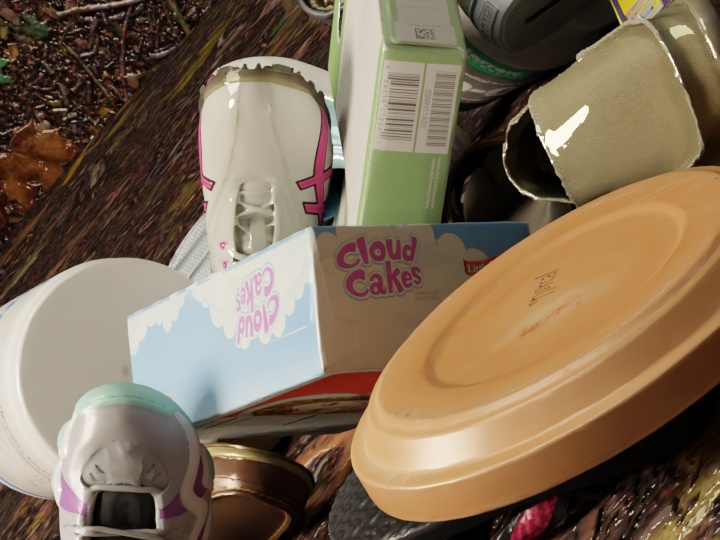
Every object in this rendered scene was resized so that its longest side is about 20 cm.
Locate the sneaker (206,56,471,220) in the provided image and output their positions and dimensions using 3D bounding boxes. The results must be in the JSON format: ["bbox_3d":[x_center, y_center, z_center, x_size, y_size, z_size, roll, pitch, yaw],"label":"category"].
[{"bbox_3d":[-0.032,-0.076,1.536,0.200,0.074,0.082,14,62,39],"label":"sneaker"}]

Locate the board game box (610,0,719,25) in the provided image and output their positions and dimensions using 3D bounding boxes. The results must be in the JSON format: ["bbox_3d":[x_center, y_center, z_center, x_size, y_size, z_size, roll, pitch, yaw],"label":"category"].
[{"bbox_3d":[0.193,-0.172,1.186,0.165,0.057,0.200,-50,11,15],"label":"board game box"}]

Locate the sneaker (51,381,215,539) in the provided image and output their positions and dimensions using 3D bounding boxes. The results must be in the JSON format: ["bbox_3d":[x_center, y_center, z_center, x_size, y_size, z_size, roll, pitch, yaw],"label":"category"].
[{"bbox_3d":[-0.105,0.163,1.132,0.140,0.078,0.200,-91,0,-60],"label":"sneaker"}]

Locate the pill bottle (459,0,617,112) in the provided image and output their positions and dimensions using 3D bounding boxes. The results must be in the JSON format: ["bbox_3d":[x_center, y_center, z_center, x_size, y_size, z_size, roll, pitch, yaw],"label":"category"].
[{"bbox_3d":[0.083,-0.165,1.453,0.113,0.113,0.200,-55,11,-18],"label":"pill bottle"}]

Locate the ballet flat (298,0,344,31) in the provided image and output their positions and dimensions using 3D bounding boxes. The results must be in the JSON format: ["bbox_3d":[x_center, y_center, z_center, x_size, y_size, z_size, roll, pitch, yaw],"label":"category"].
[{"bbox_3d":[0.025,-0.194,1.366,0.200,0.073,0.073,-42,14,48],"label":"ballet flat"}]

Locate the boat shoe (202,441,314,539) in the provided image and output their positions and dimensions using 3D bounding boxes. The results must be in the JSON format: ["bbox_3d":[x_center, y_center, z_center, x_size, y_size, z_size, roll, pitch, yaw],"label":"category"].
[{"bbox_3d":[-0.088,0.143,1.282,0.200,0.072,0.068,-33,38,52],"label":"boat shoe"}]

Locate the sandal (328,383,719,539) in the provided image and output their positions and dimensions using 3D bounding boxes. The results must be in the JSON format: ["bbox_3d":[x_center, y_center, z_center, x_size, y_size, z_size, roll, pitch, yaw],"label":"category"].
[{"bbox_3d":[0.064,0.079,0.954,0.200,0.045,0.075,-22,33,39],"label":"sandal"}]

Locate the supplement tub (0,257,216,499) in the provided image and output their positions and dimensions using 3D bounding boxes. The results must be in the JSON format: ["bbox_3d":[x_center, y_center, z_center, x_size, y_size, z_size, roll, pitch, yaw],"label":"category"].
[{"bbox_3d":[-0.157,0.066,1.442,0.132,0.132,0.200,-55,11,-18],"label":"supplement tub"}]

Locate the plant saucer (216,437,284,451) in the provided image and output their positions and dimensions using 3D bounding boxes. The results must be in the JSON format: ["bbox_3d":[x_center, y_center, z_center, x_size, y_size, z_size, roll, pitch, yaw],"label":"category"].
[{"bbox_3d":[-0.054,0.063,1.473,0.200,0.035,0.200,-48,11,13],"label":"plant saucer"}]

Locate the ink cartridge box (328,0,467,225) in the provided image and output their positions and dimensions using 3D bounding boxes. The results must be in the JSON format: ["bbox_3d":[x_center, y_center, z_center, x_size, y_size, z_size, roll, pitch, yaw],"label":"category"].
[{"bbox_3d":[0.016,-0.108,1.292,0.200,0.048,0.146,-94,9,-52],"label":"ink cartridge box"}]

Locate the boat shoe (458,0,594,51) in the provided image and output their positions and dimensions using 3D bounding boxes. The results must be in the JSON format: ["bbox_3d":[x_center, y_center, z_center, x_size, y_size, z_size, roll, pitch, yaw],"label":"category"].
[{"bbox_3d":[0.131,-0.192,1.325,0.200,0.062,0.072,-33,-29,-19],"label":"boat shoe"}]

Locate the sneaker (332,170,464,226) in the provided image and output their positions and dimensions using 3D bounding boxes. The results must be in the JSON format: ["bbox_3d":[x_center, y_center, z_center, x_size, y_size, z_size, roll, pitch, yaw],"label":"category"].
[{"bbox_3d":[0.000,0.000,1.358,0.086,0.078,0.200,-49,11,28],"label":"sneaker"}]

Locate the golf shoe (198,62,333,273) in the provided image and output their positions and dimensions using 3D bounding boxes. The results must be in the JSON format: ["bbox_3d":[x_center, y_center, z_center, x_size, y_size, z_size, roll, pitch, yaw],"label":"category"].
[{"bbox_3d":[-0.050,-0.034,1.362,0.200,0.073,0.092,87,-179,-57],"label":"golf shoe"}]

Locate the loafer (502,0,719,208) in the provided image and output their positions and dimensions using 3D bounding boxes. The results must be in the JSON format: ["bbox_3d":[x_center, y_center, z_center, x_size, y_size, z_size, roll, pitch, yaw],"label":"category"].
[{"bbox_3d":[0.114,-0.061,1.065,0.068,0.076,0.200,-25,-5,-15],"label":"loafer"}]

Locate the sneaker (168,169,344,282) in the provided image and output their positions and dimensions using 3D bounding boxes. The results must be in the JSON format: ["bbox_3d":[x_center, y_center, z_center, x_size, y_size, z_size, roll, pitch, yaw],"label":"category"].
[{"bbox_3d":[-0.038,-0.028,1.595,0.200,0.071,0.073,-41,47,-16],"label":"sneaker"}]

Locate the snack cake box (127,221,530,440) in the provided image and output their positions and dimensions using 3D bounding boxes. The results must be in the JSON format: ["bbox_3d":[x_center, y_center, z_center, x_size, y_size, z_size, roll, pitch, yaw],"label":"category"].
[{"bbox_3d":[-0.017,0.032,1.156,0.200,0.115,0.067,-24,69,58],"label":"snack cake box"}]

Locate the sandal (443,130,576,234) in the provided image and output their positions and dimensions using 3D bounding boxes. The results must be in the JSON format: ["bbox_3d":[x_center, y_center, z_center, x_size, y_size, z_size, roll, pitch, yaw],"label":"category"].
[{"bbox_3d":[0.068,-0.033,1.238,0.082,0.055,0.200,-47,12,21],"label":"sandal"}]

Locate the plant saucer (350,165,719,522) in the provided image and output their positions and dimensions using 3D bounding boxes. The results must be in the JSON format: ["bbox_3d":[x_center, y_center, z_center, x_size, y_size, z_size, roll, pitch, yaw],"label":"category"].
[{"bbox_3d":[0.080,0.020,0.937,0.200,0.032,0.200,-31,15,9],"label":"plant saucer"}]
